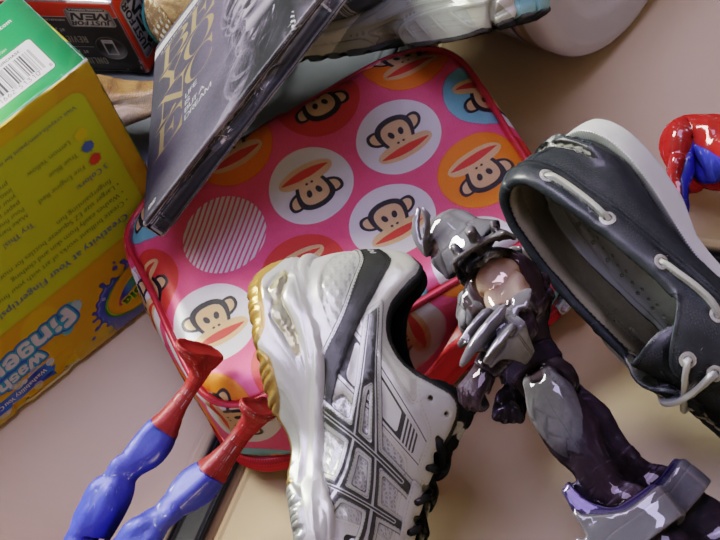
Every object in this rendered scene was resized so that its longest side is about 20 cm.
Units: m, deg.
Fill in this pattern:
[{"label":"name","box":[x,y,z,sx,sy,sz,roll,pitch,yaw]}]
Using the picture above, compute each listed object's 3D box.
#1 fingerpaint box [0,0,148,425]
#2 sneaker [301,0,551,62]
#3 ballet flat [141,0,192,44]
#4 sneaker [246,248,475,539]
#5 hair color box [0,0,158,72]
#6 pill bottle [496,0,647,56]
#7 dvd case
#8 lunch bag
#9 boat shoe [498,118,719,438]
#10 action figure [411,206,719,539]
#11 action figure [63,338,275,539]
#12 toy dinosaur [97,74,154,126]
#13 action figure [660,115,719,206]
[{"label":"fingerpaint box","box":[-0.198,-0.007,1.234,0.200,0.167,0.073,-39,51,-10]},{"label":"sneaker","box":[0.015,-0.153,1.247,0.077,0.087,0.199,-15,8,-40]},{"label":"ballet flat","box":[-0.062,-0.206,1.402,0.065,0.070,0.201,-12,54,43]},{"label":"sneaker","box":[0.011,0.086,1.096,0.087,0.076,0.202,-13,82,4]},{"label":"hair color box","box":[-0.139,-0.208,1.441,0.101,0.061,0.201,3,55,23]},{"label":"pill bottle","box":[0.052,-0.197,1.317,0.199,0.120,0.120,27,66,35]},{"label":"dvd case","box":[-0.057,-0.120,1.234,0.149,0.016,0.200,-51,19,22]},{"label":"lunch bag","box":[0.000,0.000,1.206,0.199,0.082,0.177,-28,49,-2]},{"label":"boat shoe","box":[0.136,0.026,1.097,0.060,0.076,0.200,-29,70,-37]},{"label":"action figure","box":[0.080,0.053,1.077,0.069,0.130,0.201,-37,78,12]},{"label":"action figure","box":[-0.128,0.124,1.120,0.065,0.099,0.201,40,103,22]},{"label":"toy dinosaur","box":[-0.142,-0.084,1.345,0.198,0.061,0.107,-5,50,18]},{"label":"action figure","box":[0.185,-0.029,1.128,0.065,0.200,0.100,0,90,-18]}]
